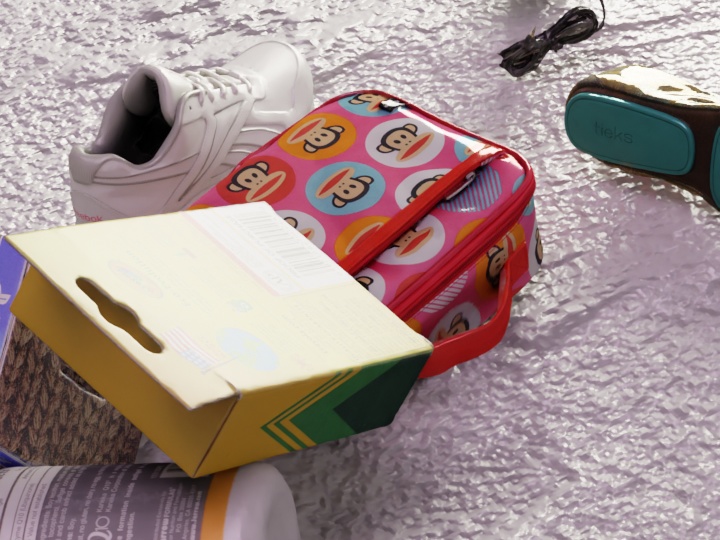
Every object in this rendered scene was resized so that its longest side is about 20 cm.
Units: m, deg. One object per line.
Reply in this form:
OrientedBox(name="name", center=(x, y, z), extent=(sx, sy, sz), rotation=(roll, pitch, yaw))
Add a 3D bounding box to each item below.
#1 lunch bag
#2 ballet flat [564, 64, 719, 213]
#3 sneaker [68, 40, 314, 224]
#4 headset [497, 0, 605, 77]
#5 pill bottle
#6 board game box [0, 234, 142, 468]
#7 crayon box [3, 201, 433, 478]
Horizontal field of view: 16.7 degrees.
OrientedBox(name="lunch bag", center=(0.000, 0.000, 1.304), extent=(0.176, 0.082, 0.200), rotation=(28, 54, 33))
OrientedBox(name="ballet flat", center=(0.204, -0.068, 1.352), extent=(0.199, 0.071, 0.071), rotation=(25, 50, 36))
OrientedBox(name="sneaker", center=(-0.094, -0.085, 1.408), extent=(0.077, 0.100, 0.200), rotation=(16, 46, 30))
OrientedBox(name="headset", center=(0.093, -0.214, 1.524), extent=(0.094, 0.123, 0.201), rotation=(-32, 56, 11))
OrientedBox(name="pill bottle", center=(-0.131, 0.147, 1.119), extent=(0.198, 0.117, 0.117), rotation=(-3, 39, 10))
OrientedBox(name="board game box", center=(-0.225, 0.043, 1.213), extent=(0.198, 0.159, 0.098), rotation=(8, 74, 21))
OrientedBox(name="crayon box", center=(-0.070, 0.029, 1.126), extent=(0.127, 0.051, 0.199), rotation=(40, 24, 23))
